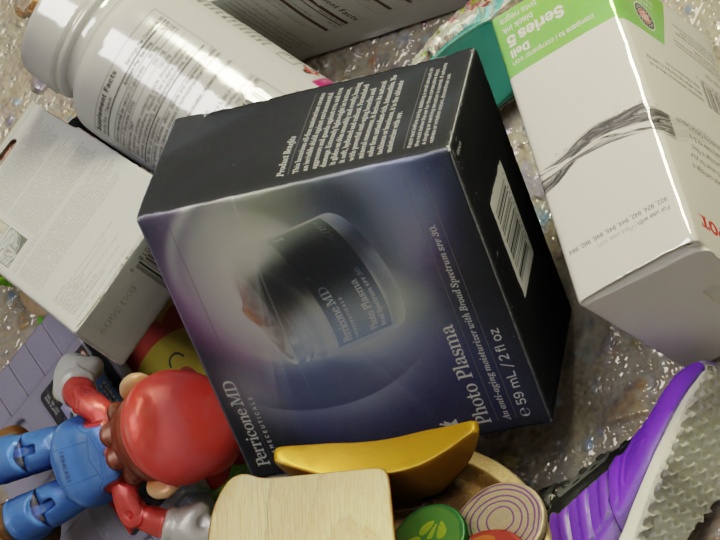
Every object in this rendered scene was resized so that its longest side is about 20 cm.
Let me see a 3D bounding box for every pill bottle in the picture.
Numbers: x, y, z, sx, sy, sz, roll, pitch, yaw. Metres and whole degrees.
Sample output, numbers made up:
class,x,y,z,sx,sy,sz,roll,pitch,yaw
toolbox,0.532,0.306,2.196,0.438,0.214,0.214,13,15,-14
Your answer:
class,x,y,z,sx,sy,sz,roll,pitch,yaw
pill bottle,-0.112,-0.115,1.748,0.200,0.113,0.114,35,94,16

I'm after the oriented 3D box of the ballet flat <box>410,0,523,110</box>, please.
class,x,y,z,sx,sy,sz,roll,pitch,yaw
ballet flat,0.104,-0.163,1.745,0.200,0.076,0.064,-39,24,12

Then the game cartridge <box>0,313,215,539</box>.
class,x,y,z,sx,sy,sz,roll,pitch,yaw
game cartridge,-0.177,0.133,1.804,0.200,0.038,0.130,53,122,24

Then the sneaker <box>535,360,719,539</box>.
class,x,y,z,sx,sy,sz,roll,pitch,yaw
sneaker,0.145,0.136,1.591,0.099,0.069,0.201,22,86,41

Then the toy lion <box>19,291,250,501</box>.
class,x,y,z,sx,sy,sz,roll,pitch,yaw
toy lion,-0.131,0.067,1.824,0.199,0.069,0.193,-13,73,32

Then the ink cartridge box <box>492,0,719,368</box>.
class,x,y,z,sx,sy,sz,roll,pitch,yaw
ink cartridge box,0.168,-0.060,1.599,0.084,0.145,0.201,-28,58,24

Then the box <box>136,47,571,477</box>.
class,x,y,z,sx,sy,sz,roll,pitch,yaw
box,0.000,0.000,1.624,0.197,0.201,0.123,-12,31,19

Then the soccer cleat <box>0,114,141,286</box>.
class,x,y,z,sx,sy,sz,roll,pitch,yaw
soccer cleat,-0.213,-0.047,1.866,0.200,0.081,0.068,-47,67,42

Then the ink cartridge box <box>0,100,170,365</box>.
class,x,y,z,sx,sy,sz,roll,pitch,yaw
ink cartridge box,-0.183,-0.028,1.764,0.109,0.050,0.200,-54,39,-3

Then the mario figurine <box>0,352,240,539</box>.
class,x,y,z,sx,sy,sz,roll,pitch,yaw
mario figurine,-0.144,0.117,1.731,0.199,0.124,0.106,-20,30,36

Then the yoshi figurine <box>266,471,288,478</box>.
class,x,y,z,sx,sy,sz,roll,pitch,yaw
yoshi figurine,-0.041,0.191,1.706,0.112,0.112,0.200,40,82,-2

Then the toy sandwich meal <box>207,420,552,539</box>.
class,x,y,z,sx,sy,sz,roll,pitch,yaw
toy sandwich meal,0.008,0.158,1.543,0.204,0.070,0.206,-8,46,8

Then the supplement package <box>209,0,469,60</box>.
class,x,y,z,sx,sy,sz,roll,pitch,yaw
supplement package,-0.024,-0.222,1.819,0.199,0.109,0.114,-16,64,30
